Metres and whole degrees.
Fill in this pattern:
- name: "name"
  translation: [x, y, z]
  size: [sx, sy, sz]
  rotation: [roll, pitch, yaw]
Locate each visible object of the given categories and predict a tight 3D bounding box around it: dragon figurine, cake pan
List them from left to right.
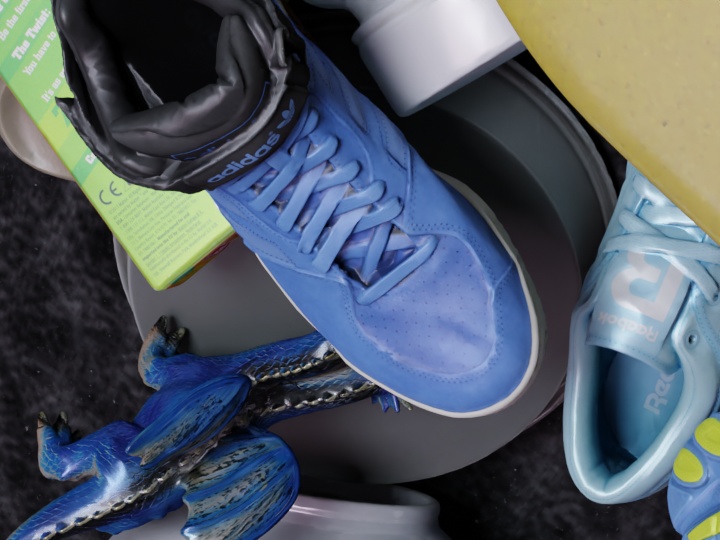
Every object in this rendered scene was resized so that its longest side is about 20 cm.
- name: "dragon figurine"
  translation: [-0.062, 0.066, 0.845]
  size: [0.099, 0.200, 0.059]
  rotation: [3, 126, 53]
- name: "cake pan"
  translation: [0.000, 0.000, 0.899]
  size: [0.200, 0.037, 0.201]
  rotation: [4, 120, 7]

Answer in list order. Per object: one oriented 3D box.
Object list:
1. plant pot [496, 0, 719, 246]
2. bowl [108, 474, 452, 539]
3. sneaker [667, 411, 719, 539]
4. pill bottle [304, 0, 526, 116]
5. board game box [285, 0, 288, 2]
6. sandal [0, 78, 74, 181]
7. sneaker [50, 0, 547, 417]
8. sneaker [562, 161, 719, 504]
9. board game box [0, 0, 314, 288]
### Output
- name: "plant pot"
  translation: [0.139, -0.135, 0.693]
  size: [0.200, 0.195, 0.194]
  rotation: [37, 125, 7]
- name: "bowl"
  translation: [-0.021, 0.128, 0.935]
  size: [0.200, 0.201, 0.091]
  rotation: [10, 92, 25]
- name: "sneaker"
  translation: [0.201, 0.045, 0.832]
  size: [0.199, 0.083, 0.071]
  rotation: [-35, 58, 22]
- name: "pill bottle"
  translation: [0.003, -0.160, 0.802]
  size: [0.114, 0.114, 0.200]
  rotation: [-31, 91, 36]
- name: "board game box"
  translation: [-0.097, -0.163, 0.886]
  size: [0.200, 0.030, 0.096]
  rotation: [30, 83, 16]
- name: "sandal"
  translation: [-0.069, -0.053, 0.938]
  size: [0.199, 0.054, 0.081]
  rotation: [6, 116, 26]
- name: "sneaker"
  translation: [-0.024, -0.030, 0.747]
  size: [0.077, 0.111, 0.200]
  rotation: [-38, 84, 15]
- name: "sneaker"
  translation: [0.116, -0.002, 0.841]
  size: [0.074, 0.082, 0.201]
  rotation: [16, 117, 20]
- name: "board game box"
  translation: [-0.092, -0.102, 0.840]
  size: [0.095, 0.030, 0.200]
  rotation: [-38, 86, 16]
